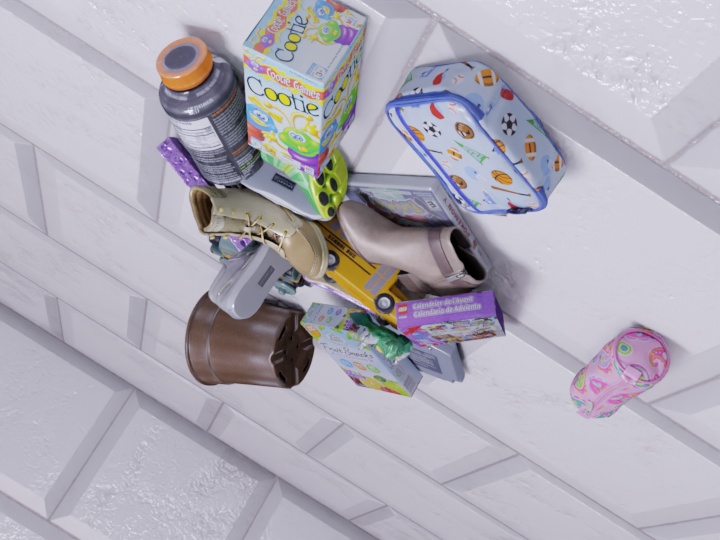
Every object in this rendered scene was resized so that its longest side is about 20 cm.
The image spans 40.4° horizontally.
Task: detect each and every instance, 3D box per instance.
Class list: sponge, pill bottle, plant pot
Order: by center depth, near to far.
[{"bbox_3d":[-0.201,-0.214,1.306,0.105,0.107,0.201,18,153,27],"label":"pill bottle"},{"bbox_3d":[-0.237,-0.120,1.516,0.201,0.030,0.112,52,-179,-8],"label":"sponge"},{"bbox_3d":[-0.208,0.144,1.927,0.196,0.202,0.201,8,148,29],"label":"plant pot"}]

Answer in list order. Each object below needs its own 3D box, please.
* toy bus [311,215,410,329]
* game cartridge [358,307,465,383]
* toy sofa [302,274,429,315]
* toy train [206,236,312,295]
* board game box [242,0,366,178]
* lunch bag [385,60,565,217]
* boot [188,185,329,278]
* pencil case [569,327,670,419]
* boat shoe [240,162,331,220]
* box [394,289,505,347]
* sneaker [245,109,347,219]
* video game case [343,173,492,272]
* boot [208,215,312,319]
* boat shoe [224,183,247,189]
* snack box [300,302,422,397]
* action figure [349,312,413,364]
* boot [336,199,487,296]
[{"bbox_3d":[0.000,0.000,1.465,0.199,0.078,0.065,37,166,15],"label":"toy bus"},{"bbox_3d":[0.085,0.127,1.718,0.198,0.041,0.133,19,157,26],"label":"game cartridge"},{"bbox_3d":[0.007,0.029,1.540,0.198,0.098,0.083,26,156,9],"label":"toy sofa"},{"bbox_3d":[-0.166,-0.029,1.637,0.198,0.086,0.114,22,163,14],"label":"toy train"},{"bbox_3d":[-0.066,-0.216,1.140,0.102,0.106,0.200,27,157,8],"label":"board game box"},{"bbox_3d":[0.127,-0.140,1.098,0.159,0.076,0.200,3,143,51],"label":"lunch bag"},{"bbox_3d":[-0.147,-0.058,1.406,0.200,0.154,0.073,51,126,35],"label":"boot"},{"bbox_3d":[0.359,0.149,1.371,0.087,0.088,0.200,29,155,4],"label":"pencil case"},{"bbox_3d":[-0.122,-0.129,1.418,0.199,0.074,0.065,37,174,14],"label":"boat shoe"},{"bbox_3d":[0.133,0.071,1.397,0.135,0.040,0.200,-8,167,10],"label":"box"},{"bbox_3d":[-0.084,-0.160,1.320,0.083,0.074,0.201,5,135,49],"label":"sneaker"},{"bbox_3d":[0.067,-0.067,1.376,0.198,0.023,0.183,8,147,42],"label":"video game case"},{"bbox_3d":[-0.161,-0.020,1.540,0.095,0.201,0.074,24,159,46],"label":"boot"},{"bbox_3d":[-0.190,-0.118,1.531,0.072,0.063,0.201,15,153,27],"label":"boat shoe"},{"bbox_3d":[0.003,0.141,1.734,0.141,0.053,0.200,5,145,43],"label":"snack box"},{"bbox_3d":[0.036,0.108,1.484,0.117,0.055,0.200,23,180,-5],"label":"action figure"},{"bbox_3d":[0.077,-0.036,1.327,0.200,0.071,0.145,42,149,-25],"label":"boot"}]
